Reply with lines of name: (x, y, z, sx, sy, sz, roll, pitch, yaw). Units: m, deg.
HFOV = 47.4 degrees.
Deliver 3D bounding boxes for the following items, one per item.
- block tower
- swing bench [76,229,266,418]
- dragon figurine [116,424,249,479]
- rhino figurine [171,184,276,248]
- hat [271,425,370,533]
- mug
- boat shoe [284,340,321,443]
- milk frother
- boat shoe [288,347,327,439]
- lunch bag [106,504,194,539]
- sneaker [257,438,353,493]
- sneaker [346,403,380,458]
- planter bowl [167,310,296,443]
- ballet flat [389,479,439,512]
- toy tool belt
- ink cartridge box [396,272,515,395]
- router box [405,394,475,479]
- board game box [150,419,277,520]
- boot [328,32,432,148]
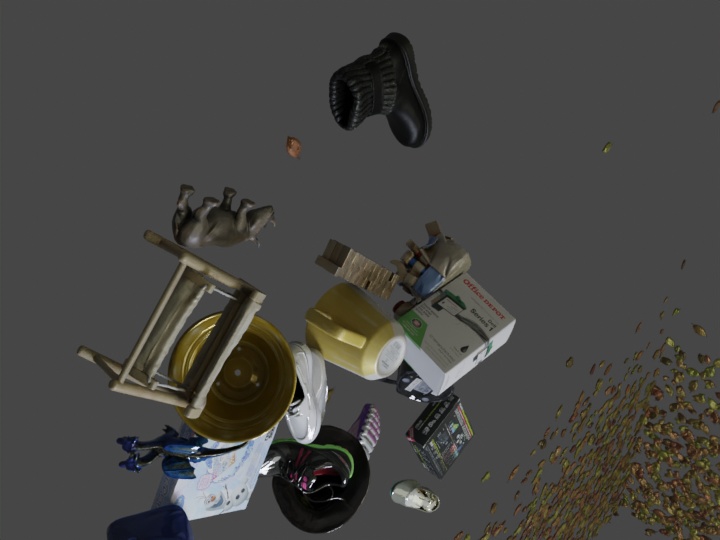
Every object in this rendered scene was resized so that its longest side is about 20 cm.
block tower: (0.000, 0.000, 1.496, 0.199, 0.054, 0.058, 25, 93, -55)
swing bench: (-0.246, 0.084, 1.148, 0.199, 0.129, 0.201, 31, 86, -43)
dragon figurine: (-0.274, 0.284, 1.266, 0.099, 0.197, 0.060, -77, 176, -79)
rhino figurine: (-0.194, -0.072, 1.197, 0.199, 0.060, 0.088, -1, 124, -54)
hat: (-0.069, 0.409, 1.600, 0.202, 0.199, 0.081, -54, 163, -9)
mug: (-0.010, 0.127, 1.483, 0.185, 0.152, 0.151, -21, 129, -42)
boat shoe: (-0.119, 0.228, 1.462, 0.065, 0.073, 0.203, -44, 129, -59)
milk frother: (0.090, 0.146, 1.652, 0.199, 0.180, 0.190, 35, 46, -27)
boat shoe: (-0.090, 0.225, 1.528, 0.069, 0.071, 0.203, -44, 140, -57)
lunch bag: (-0.325, 0.484, 1.306, 0.134, 0.133, 0.202, -14, 129, -9)
sneaker: (-0.110, 0.364, 1.513, 0.197, 0.084, 0.078, 1, 121, -2)
sneaker: (-0.020, 0.364, 1.701, 0.081, 0.087, 0.202, 64, 40, -49)
planter bowl: (-0.198, 0.164, 1.294, 0.202, 0.199, 0.083, -58, 180, -4)
ballet flat: (0.144, 0.567, 2.051, 0.068, 0.063, 0.200, -60, 145, -2)
toy tool belt: (0.114, 0.003, 1.615, 0.200, 0.123, 0.125, -43, 157, -5)
ink cartridge box: (0.175, 0.115, 1.559, 0.199, 0.146, 0.085, -33, 154, -28)
router box: (0.198, 0.400, 2.007, 0.150, 0.062, 0.201, -48, 143, -18)
board game box: (-0.246, 0.329, 1.416, 0.198, 0.043, 0.202, 8, 107, -54)
boot: (0.031, -0.261, 1.333, 0.158, 0.079, 0.213, -46, 132, -31)
